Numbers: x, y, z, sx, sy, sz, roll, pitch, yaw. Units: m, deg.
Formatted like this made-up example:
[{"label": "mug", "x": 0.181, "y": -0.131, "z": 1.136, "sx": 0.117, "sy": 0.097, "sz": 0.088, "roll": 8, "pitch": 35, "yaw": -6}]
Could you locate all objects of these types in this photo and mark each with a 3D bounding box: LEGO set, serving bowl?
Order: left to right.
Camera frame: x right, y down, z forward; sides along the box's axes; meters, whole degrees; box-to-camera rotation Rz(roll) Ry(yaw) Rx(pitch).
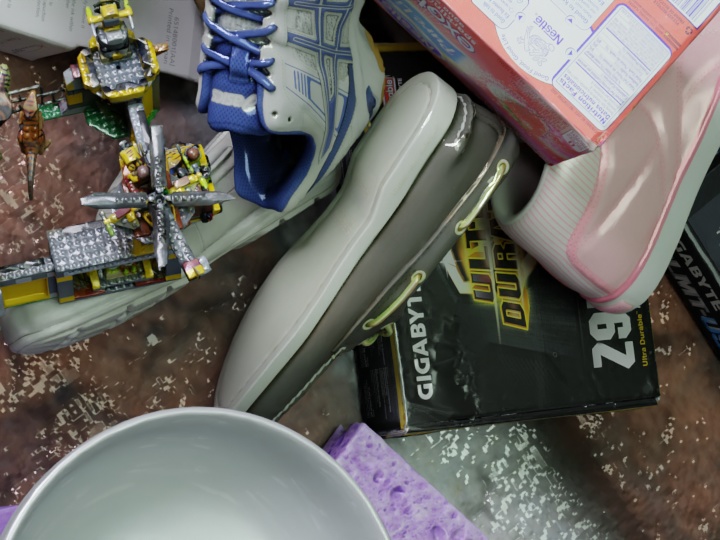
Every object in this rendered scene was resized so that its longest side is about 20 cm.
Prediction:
[{"label": "LEGO set", "x": -0.159, "y": -0.052, "z": 0.949, "sx": 0.199, "sy": 0.116, "sz": 0.154, "roll": -5, "pitch": 65, "yaw": -8}, {"label": "serving bowl", "x": -0.079, "y": 0.162, "z": 0.958, "sx": 0.199, "sy": 0.066, "sz": 0.201, "roll": 4, "pitch": 81, "yaw": -26}]

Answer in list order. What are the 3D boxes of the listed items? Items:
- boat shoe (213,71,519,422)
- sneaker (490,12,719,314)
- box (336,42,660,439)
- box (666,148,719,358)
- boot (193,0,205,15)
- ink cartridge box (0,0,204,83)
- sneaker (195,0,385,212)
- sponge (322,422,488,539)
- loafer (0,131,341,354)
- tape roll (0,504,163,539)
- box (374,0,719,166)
[{"label": "boat shoe", "x": 0.001, "y": 0.001, "z": 1.052, "sx": 0.060, "sy": 0.072, "sz": 0.202, "roll": 28, "pitch": 106, "yaw": -25}, {"label": "sneaker", "x": 0.130, "y": -0.088, "z": 1.111, "sx": 0.104, "sy": 0.075, "sz": 0.201, "roll": 29, "pitch": 74, "yaw": -25}, {"label": "box", "x": 0.070, "y": -0.019, "z": 1.141, "sx": 0.159, "sy": 0.049, "sz": 0.201, "roll": -4, "pitch": 84, "yaw": -29}, {"label": "box", "x": 0.281, "y": -0.006, "z": 1.247, "sx": 0.200, "sy": 0.050, "sz": 0.199, "roll": -37, "pitch": 99, "yaw": -25}, {"label": "boot", "x": -0.001, "y": -0.186, "z": 1.072, "sx": 0.200, "sy": 0.074, "sz": 0.075, "roll": -45, "pitch": 125, "yaw": -4}, {"label": "ink cartridge box", "x": -0.141, "y": -0.201, "z": 1.061, "sx": 0.176, "sy": 0.045, "sz": 0.201, "roll": 15, "pitch": 76, "yaw": -42}, {"label": "sneaker", "x": -0.038, "y": -0.105, "z": 0.971, "sx": 0.088, "sy": 0.075, "sz": 0.200, "roll": -59, "pitch": 150, "yaw": -28}, {"label": "sponge", "x": 0.035, "y": 0.183, "z": 1.105, "sx": 0.200, "sy": 0.030, "sz": 0.112, "roll": 44, "pitch": 66, "yaw": -16}, {"label": "loafer", "x": -0.098, "y": -0.026, "z": 1.049, "sx": 0.200, "sy": 0.070, "sz": 0.070, "roll": -34, "pitch": 94, "yaw": -34}, {"label": "tape roll", "x": -0.152, "y": 0.207, "z": 0.988, "sx": 0.199, "sy": 0.066, "sz": 0.201, "roll": 4, "pitch": 80, "yaw": -27}, {"label": "box", "x": 0.059, "y": -0.153, "z": 1.010, "sx": 0.200, "sy": 0.095, "sz": 0.103, "roll": 42, "pitch": 82, "yaw": -5}]
